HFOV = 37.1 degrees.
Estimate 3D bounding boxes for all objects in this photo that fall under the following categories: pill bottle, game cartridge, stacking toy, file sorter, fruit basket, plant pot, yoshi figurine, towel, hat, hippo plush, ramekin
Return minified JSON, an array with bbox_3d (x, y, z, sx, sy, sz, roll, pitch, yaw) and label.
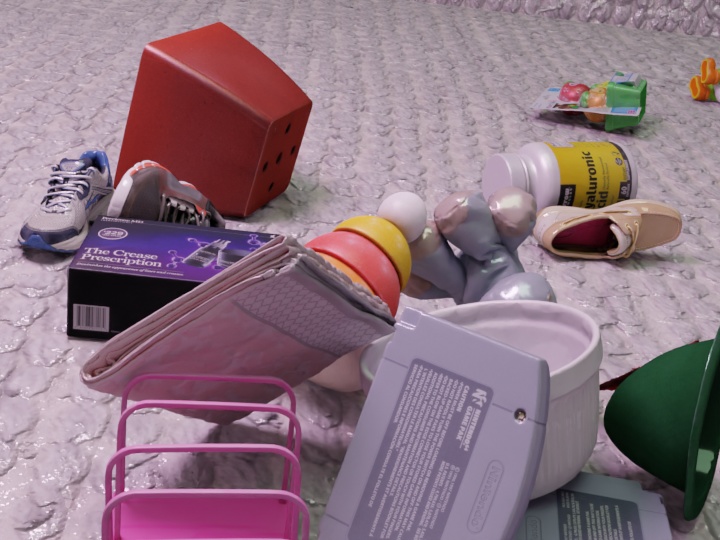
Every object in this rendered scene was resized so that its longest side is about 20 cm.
[{"bbox_3d":[0.270,-0.120,1.469,0.197,0.113,0.111,-4,26,-22],"label":"pill bottle"},{"bbox_3d":[0.168,0.217,0.794,0.131,0.042,0.201,6,24,6],"label":"game cartridge"},{"bbox_3d":[0.053,0.141,0.749,0.132,0.203,0.040,21,-2,30],"label":"game cartridge"},{"bbox_3d":[0.000,0.000,1.010,0.145,0.147,0.200,21,53,29],"label":"stacking toy"},{"bbox_3d":[-0.102,0.168,0.708,0.136,0.127,0.201,3,25,-9],"label":"file sorter"},{"bbox_3d":[0.429,-0.323,1.987,0.197,0.095,0.185,12,25,18],"label":"fruit basket"},{"bbox_3d":[-0.177,-0.181,1.389,0.174,0.202,0.200,26,28,13],"label":"plant pot"},{"bbox_3d":[0.802,-0.403,2.259,0.196,0.114,0.113,7,17,-8],"label":"yoshi figurine"},{"bbox_3d":[-0.085,0.058,0.827,0.200,0.189,0.033,34,29,-60],"label":"towel"},{"bbox_3d":[0.217,0.112,0.919,0.174,0.202,0.167,12,50,26],"label":"hat"},{"bbox_3d":[0.123,0.034,1.085,0.157,0.201,0.163,-14,54,-4],"label":"hippo plush"},{"bbox_3d":[0.103,0.107,0.876,0.196,0.107,0.200,-10,16,3],"label":"ramekin"}]

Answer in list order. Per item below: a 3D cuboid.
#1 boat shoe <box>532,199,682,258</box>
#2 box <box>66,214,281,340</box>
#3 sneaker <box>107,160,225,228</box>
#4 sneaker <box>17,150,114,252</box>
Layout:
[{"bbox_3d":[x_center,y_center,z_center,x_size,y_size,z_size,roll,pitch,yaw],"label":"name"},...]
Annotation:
[{"bbox_3d":[0.323,-0.045,1.377,0.196,0.075,0.069,-4,28,-3],"label":"boat shoe"},{"bbox_3d":[-0.184,0.012,1.087,0.196,0.080,0.142,6,22,-4],"label":"box"},{"bbox_3d":[-0.208,-0.069,1.212,0.081,0.078,0.200,29,9,16],"label":"sneaker"},{"bbox_3d":[-0.341,-0.087,1.243,0.076,0.087,0.201,9,25,3],"label":"sneaker"}]
